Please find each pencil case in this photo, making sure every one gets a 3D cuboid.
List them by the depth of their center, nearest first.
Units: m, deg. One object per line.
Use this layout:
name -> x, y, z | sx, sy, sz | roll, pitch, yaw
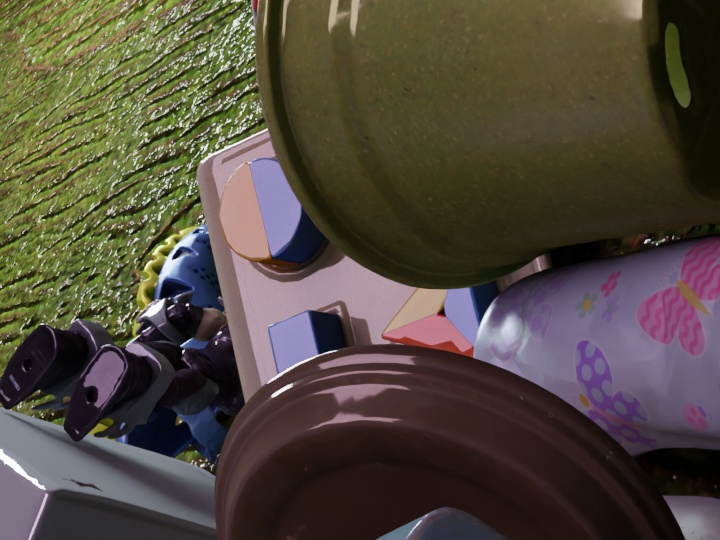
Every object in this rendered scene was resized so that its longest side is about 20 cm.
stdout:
pencil case -> 0.125, 0.034, 0.767 | 0.200, 0.083, 0.091 | -17, 58, 59

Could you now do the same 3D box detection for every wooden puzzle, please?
wooden puzzle -> 0.000, 0.000, 0.953 | 0.199, 0.046, 0.186 | -24, 72, 33

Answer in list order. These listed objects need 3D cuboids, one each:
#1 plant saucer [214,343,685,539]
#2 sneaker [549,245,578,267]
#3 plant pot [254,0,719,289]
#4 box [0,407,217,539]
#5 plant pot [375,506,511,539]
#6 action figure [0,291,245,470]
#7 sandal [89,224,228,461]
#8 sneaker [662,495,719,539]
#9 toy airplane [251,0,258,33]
plant saucer -> 0.030, 0.119, 0.744 | 0.200, 0.200, 0.029 | -43, 6, 39
sneaker -> 0.031, -0.008, 0.995 | 0.200, 0.088, 0.074 | -17, 50, 57
plant pot -> 0.091, -0.088, 0.757 | 0.184, 0.200, 0.201 | 5, 71, 53
box -> -0.132, 0.163, 0.982 | 0.199, 0.199, 0.131 | 20, 90, 56
plant pot -> 0.031, 0.207, 0.645 | 0.196, 0.196, 0.200 | -58, 8, -11
action figure -> -0.097, 0.059, 1.079 | 0.130, 0.200, 0.070 | 38, 109, 33
sandal -> -0.104, 0.055, 1.243 | 0.087, 0.080, 0.201 | -5, 52, 27
sneaker -> 0.063, 0.117, 0.779 | 0.201, 0.108, 0.068 | -25, 45, 55
toy airplane -> 0.034, -0.155, 1.066 | 0.199, 0.142, 0.200 | -10, 24, 47
